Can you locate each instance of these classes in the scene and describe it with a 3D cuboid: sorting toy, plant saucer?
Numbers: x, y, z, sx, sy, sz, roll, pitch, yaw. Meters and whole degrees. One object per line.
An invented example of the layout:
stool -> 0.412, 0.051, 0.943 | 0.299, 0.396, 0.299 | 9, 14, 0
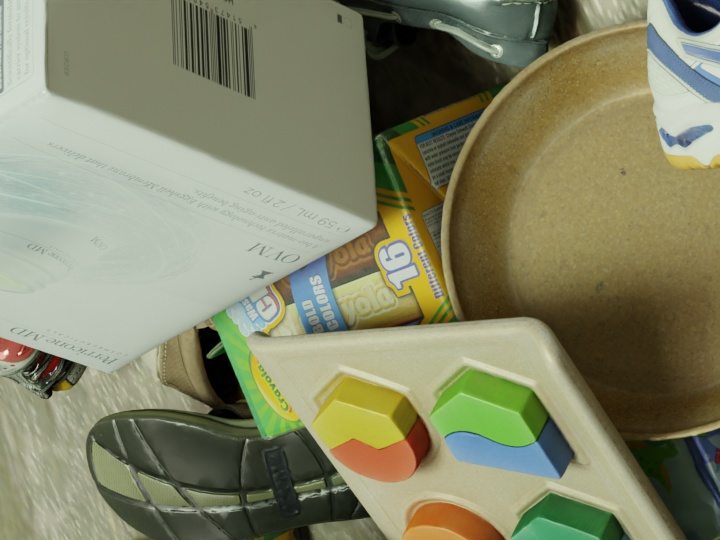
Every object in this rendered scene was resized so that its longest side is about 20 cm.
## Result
sorting toy -> 0.054, 0.099, 1.289 | 0.199, 0.037, 0.185 | -1, 133, 44
plant saucer -> 0.138, -0.016, 1.277 | 0.199, 0.035, 0.201 | -4, 75, 15

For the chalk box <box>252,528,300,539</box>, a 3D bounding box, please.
chalk box -> -0.125, 0.231, 1.579 | 0.200, 0.124, 0.125 | -15, 97, 42

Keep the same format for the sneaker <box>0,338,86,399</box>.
sneaker -> -0.183, 0.029, 1.544 | 0.082, 0.200, 0.078 | 42, 93, -7

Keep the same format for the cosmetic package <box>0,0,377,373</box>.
cosmetic package -> -0.132, -0.061, 1.284 | 0.200, 0.199, 0.123 | -27, 55, 39

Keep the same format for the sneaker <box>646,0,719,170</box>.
sneaker -> 0.200, -0.098, 1.167 | 0.199, 0.075, 0.089 | -7, 102, 42

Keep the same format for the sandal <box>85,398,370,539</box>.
sandal -> -0.052, 0.106, 1.504 | 0.200, 0.057, 0.080 | -3, 109, 11

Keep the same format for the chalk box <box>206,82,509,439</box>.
chalk box -> 0.000, 0.000, 1.394 | 0.200, 0.125, 0.124 | -20, 94, 41

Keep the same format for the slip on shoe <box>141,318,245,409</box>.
slip on shoe -> -0.079, 0.003, 1.475 | 0.061, 0.076, 0.200 | 45, 145, 25

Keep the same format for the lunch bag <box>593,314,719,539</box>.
lunch bag -> 0.142, 0.121, 1.354 | 0.161, 0.082, 0.201 | -27, 88, 46

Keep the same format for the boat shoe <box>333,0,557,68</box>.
boat shoe -> 0.010, -0.134, 1.369 | 0.199, 0.073, 0.062 | 6, 107, 33

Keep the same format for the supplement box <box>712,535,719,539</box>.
supplement box -> 0.278, 0.167, 1.174 | 0.134, 0.200, 0.201 | -21, 92, 42
